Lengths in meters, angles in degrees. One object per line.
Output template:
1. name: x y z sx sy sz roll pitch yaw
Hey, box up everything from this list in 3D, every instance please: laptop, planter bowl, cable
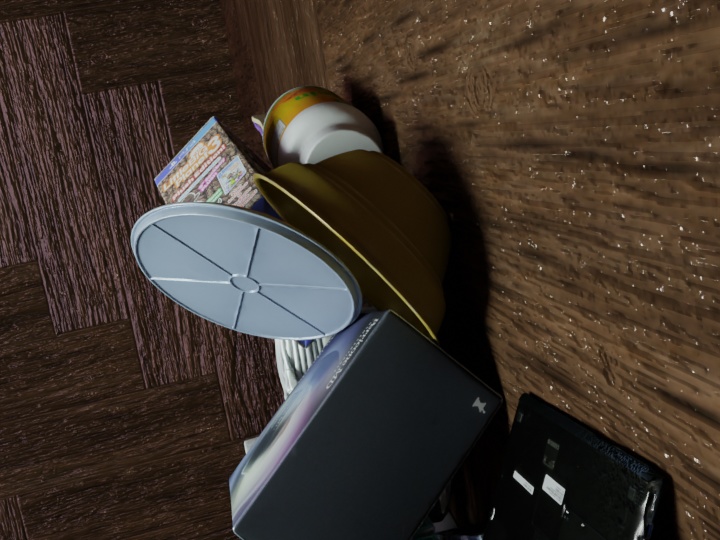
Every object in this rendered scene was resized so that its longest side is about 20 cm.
1. laptop: 0.147 0.200 0.492 0.177 0.102 0.203 -158 83 -77
2. planter bowl: 0.013 -0.035 0.659 0.200 0.084 0.200 42 172 7
3. cable: -0.071 0.067 0.993 0.200 0.068 0.203 -178 80 -81

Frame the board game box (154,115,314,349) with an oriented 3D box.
1. board game box: -0.105 -0.043 0.842 0.159 0.097 0.200 42 -175 -37

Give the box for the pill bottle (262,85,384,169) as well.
1. pill bottle: -0.037 -0.125 0.860 0.200 0.109 0.113 -125 26 -66

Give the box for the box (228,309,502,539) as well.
1. box: -0.008 0.145 0.691 0.123 0.201 0.198 37 170 -6

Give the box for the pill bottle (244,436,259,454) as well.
1. pill bottle: -0.031 0.224 0.963 0.114 0.197 0.116 169 90 -80

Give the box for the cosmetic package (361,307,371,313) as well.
1. cosmetic package: 0.002 0.099 1.008 0.200 0.073 0.103 158 101 -79

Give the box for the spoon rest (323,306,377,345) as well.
1. spoon rest: 0.000 0.000 0.907 0.100 0.060 0.202 98 -179 -45

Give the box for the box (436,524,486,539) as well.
1. box: 0.112 0.290 0.698 0.200 0.039 0.139 111 147 -72

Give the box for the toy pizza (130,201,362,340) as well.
1. toy pizza: -0.092 -0.001 0.682 0.201 0.197 0.032 96 -172 -60

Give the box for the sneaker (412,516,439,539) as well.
1. sneaker: 0.070 0.298 0.682 0.092 0.077 0.202 61 -171 -51

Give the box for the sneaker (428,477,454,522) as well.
1. sneaker: 0.037 0.159 0.837 0.078 0.085 0.202 100 156 -66

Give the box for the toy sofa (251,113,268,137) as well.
1. toy sofa: -0.089 -0.163 1.148 0.200 0.096 0.084 -123 23 -61

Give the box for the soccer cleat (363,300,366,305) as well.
1. soccer cleat: -0.018 0.015 1.064 0.200 0.068 0.086 -119 9 -63

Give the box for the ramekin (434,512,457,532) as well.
1. ramekin: 0.064 0.362 0.883 0.200 0.096 0.203 168 90 -80
